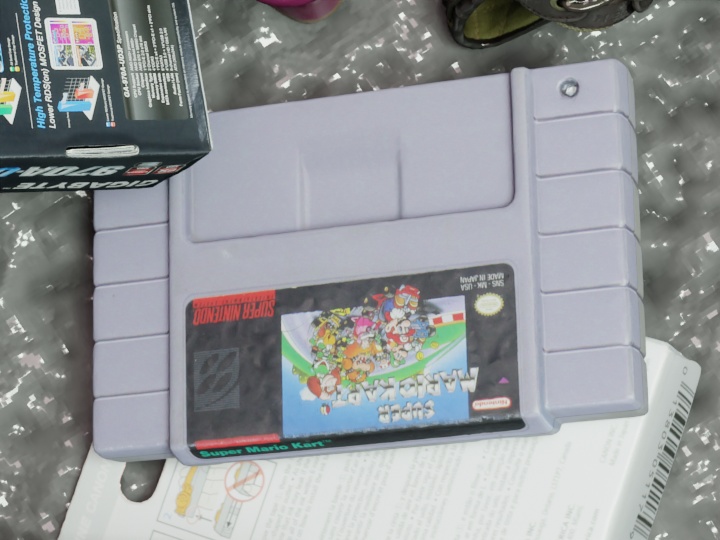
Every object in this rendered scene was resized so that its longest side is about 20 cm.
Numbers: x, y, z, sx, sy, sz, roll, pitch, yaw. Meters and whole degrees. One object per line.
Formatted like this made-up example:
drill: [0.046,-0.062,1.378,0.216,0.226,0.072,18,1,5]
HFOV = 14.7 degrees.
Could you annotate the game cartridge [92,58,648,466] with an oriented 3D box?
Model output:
game cartridge: [0.000,0.000,0.985,0.200,0.038,0.130,-7,69,17]

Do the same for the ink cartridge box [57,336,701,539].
ink cartridge box: [0.003,0.079,1.004,0.200,0.057,0.163,15,81,27]

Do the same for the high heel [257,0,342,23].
high heel: [-0.088,-0.160,1.015,0.200,0.096,0.067,28,83,8]

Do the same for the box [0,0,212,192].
box: [-0.141,-0.126,0.931,0.159,0.046,0.200,-4,79,-35]

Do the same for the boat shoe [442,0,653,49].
boat shoe: [0.080,-0.114,0.955,0.073,0.200,0.065,-8,91,-18]
